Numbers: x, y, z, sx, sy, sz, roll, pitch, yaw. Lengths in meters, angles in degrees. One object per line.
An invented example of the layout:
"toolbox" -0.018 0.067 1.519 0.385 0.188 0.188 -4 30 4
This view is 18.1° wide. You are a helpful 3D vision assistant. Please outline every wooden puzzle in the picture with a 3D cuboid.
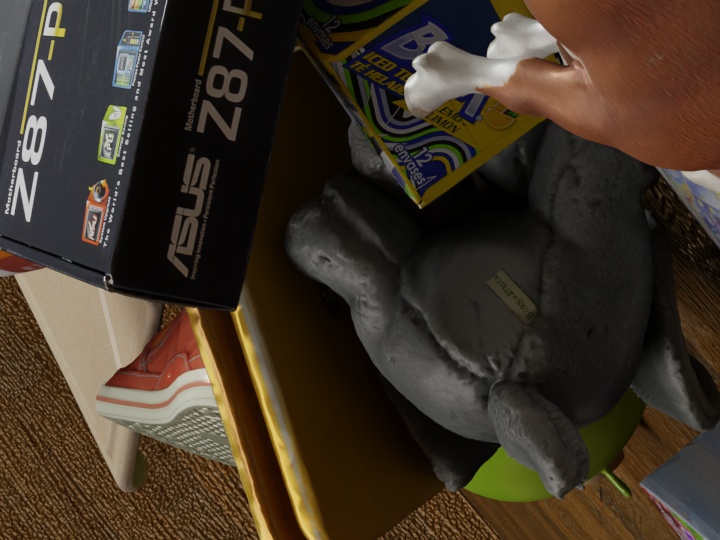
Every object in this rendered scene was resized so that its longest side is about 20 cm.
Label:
"wooden puzzle" -0.135 -0.014 1.073 0.185 0.037 0.200 60 160 26

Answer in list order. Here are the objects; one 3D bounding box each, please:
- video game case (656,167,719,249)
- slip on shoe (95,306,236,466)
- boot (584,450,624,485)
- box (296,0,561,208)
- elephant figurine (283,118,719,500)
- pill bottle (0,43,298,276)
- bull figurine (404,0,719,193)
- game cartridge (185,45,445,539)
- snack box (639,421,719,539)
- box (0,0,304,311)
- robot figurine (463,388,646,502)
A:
"video game case" 0.106 -0.042 0.656 0.200 0.018 0.143 51 174 -5
"slip on shoe" -0.058 0.043 0.924 0.074 0.061 0.200 21 165 -15
"boot" 0.078 0.044 1.293 0.144 0.071 0.201 58 170 -10
"box" -0.007 -0.110 0.750 0.070 0.064 0.200 55 -179 -40
"elephant figurine" 0.069 0.014 0.821 0.141 0.155 0.200 23 167 26
"pill bottle" -0.120 -0.060 0.908 0.112 0.200 0.112 39 -137 -50
"bull figurine" 0.060 -0.067 0.513 0.121 0.065 0.200 3 135 36
"game cartridge" 0.000 0.000 0.853 0.200 0.032 0.176 -27 -79 -60
"snack box" 0.214 0.161 0.875 0.200 0.068 0.169 52 175 -28
"box" -0.067 -0.097 0.709 0.049 0.200 0.161 11 -177 -26
"robot figurine" 0.052 0.025 1.040 0.200 0.116 0.175 47 179 38
